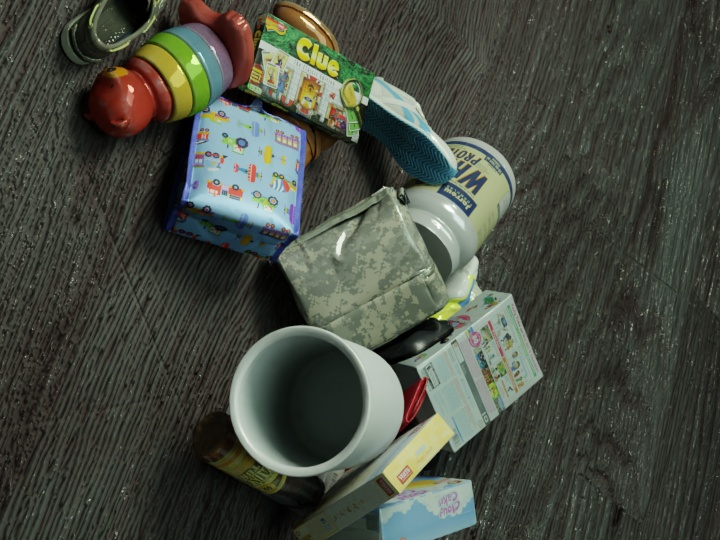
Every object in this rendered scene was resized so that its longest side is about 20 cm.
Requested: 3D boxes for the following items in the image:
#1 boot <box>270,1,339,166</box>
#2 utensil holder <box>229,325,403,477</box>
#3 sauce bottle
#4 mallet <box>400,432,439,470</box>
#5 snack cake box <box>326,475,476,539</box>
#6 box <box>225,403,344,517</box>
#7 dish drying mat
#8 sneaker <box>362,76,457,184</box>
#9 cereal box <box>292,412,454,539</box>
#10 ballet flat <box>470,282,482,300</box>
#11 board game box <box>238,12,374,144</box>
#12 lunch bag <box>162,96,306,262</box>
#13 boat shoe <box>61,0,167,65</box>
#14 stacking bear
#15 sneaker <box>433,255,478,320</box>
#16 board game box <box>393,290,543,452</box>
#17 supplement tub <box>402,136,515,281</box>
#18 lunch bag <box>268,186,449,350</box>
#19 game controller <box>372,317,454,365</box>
[{"bbox_3d":[-0.091,-0.244,1.678,0.155,0.077,0.200,-51,129,-32],"label":"boot"},{"bbox_3d":[-0.043,0.159,1.497,0.200,0.170,0.170,25,65,-73],"label":"utensil holder"},{"bbox_3d":[-0.119,0.238,1.536,0.200,0.066,0.066,36,61,-39],"label":"sauce bottle"},{"bbox_3d":[0.126,0.203,1.846,0.066,0.041,0.200,46,71,-36],"label":"mallet"},{"bbox_3d":[0.054,0.338,1.732,0.200,0.115,0.067,-6,90,-48],"label":"snack cake box"},{"bbox_3d":[-0.095,0.221,1.638,0.200,0.041,0.156,39,60,-39],"label":"box"},{"bbox_3d":[0.030,0.209,1.664,0.018,0.200,0.077,34,52,-9],"label":"dish drying mat"},{"bbox_3d":[0.066,-0.205,1.773,0.200,0.077,0.081,43,44,10],"label":"sneaker"},{"bbox_3d":[0.015,0.266,1.571,0.040,0.200,0.144,51,41,0],"label":"cereal box"},{"bbox_3d":[0.167,0.071,1.919,0.069,0.069,0.200,-4,89,-47],"label":"ballet flat"},{"bbox_3d":[-0.067,-0.249,1.637,0.200,0.023,0.105,22,76,-41],"label":"board game box"},{"bbox_3d":[-0.148,-0.133,1.561,0.150,0.094,0.200,17,62,-18],"label":"lunch bag"},{"bbox_3d":[-0.272,-0.317,1.486,0.072,0.060,0.202,56,50,-27],"label":"boat shoe"},{"bbox_3d":[-0.236,-0.228,1.486,0.200,0.121,0.114,-37,138,-33],"label":"stacking bear"},{"bbox_3d":[0.127,0.073,1.873,0.200,0.076,0.105,-56,136,-16],"label":"sneaker"},{"bbox_3d":[0.158,0.143,1.807,0.200,0.064,0.148,-34,113,-28],"label":"board game box"},{"bbox_3d":[0.126,-0.087,1.832,0.200,0.145,0.145,-52,122,-37],"label":"supplement tub"},{"bbox_3d":[0.000,0.000,1.645,0.168,0.200,0.139,61,3,-24],"label":"lunch bag"},{"bbox_3d":[0.032,0.112,1.673,0.104,0.200,0.042,-40,102,-44],"label":"game controller"}]
